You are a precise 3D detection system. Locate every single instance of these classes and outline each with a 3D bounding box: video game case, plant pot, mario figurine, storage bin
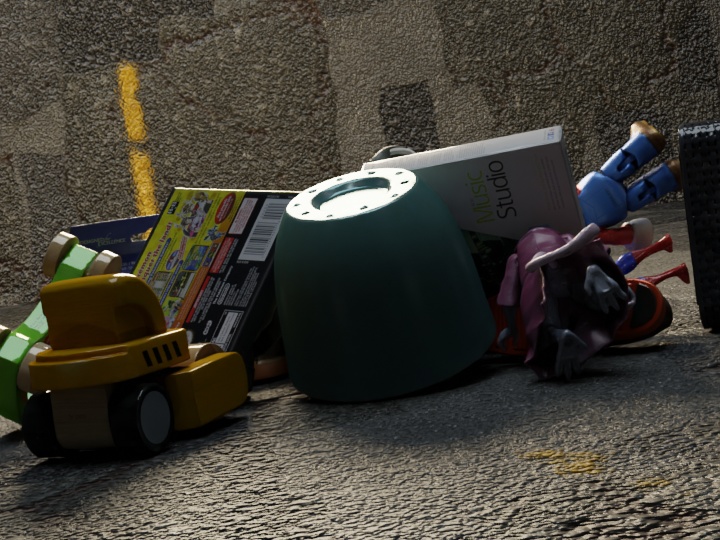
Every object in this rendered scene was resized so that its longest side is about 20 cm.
[{"bbox_3d":[-0.154,0.008,1.435,0.180,0.200,0.026,4,-29,38],"label":"video game case"},{"bbox_3d":[0.010,0.002,1.351,0.200,0.161,0.201,-13,20,5],"label":"plant pot"},{"bbox_3d":[0.229,-0.068,1.515,0.200,0.124,0.106,-34,-31,2],"label":"mario figurine"},{"bbox_3d":[0.376,-0.051,1.446,0.094,0.200,0.135,-5,5,21],"label":"storage bin"}]

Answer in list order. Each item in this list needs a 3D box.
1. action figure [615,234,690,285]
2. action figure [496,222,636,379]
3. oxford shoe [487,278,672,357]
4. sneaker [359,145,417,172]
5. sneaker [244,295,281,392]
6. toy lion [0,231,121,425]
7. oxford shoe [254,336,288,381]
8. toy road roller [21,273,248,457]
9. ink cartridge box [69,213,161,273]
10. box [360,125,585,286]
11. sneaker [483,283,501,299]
[{"bbox_3d":[0.232,0.031,1.496,0.200,0.066,0.052,-23,-26,2],"label":"action figure"},{"bbox_3d":[0.163,0.008,1.317,0.134,0.149,0.200,-28,26,6],"label":"action figure"},{"bbox_3d":[0.200,0.054,1.413,0.200,0.071,0.073,-4,-18,27],"label":"oxford shoe"},{"bbox_3d":[0.078,-0.054,1.524,0.115,0.075,0.200,43,4,30],"label":"sneaker"},{"bbox_3d":[-0.156,0.068,1.466,0.200,0.104,0.060,-2,-14,34],"label":"sneaker"},{"bbox_3d":[-0.294,0.074,1.454,0.069,0.192,0.200,21,51,11],"label":"toy lion"},{"bbox_3d":[-0.095,0.070,1.591,0.071,0.073,0.200,-9,4,7],"label":"oxford shoe"},{"bbox_3d":[-0.196,0.072,1.254,0.123,0.146,0.200,-6,5,26],"label":"toy road roller"},{"bbox_3d":[-0.234,0.031,1.650,0.197,0.200,0.047,-10,42,-29],"label":"ink cartridge box"},{"bbox_3d":[0.113,-0.053,1.426,0.200,0.145,0.036,-10,30,18],"label":"box"},{"bbox_3d":[0.137,0.034,1.522,0.200,0.079,0.095,-23,-4,-34],"label":"sneaker"}]
